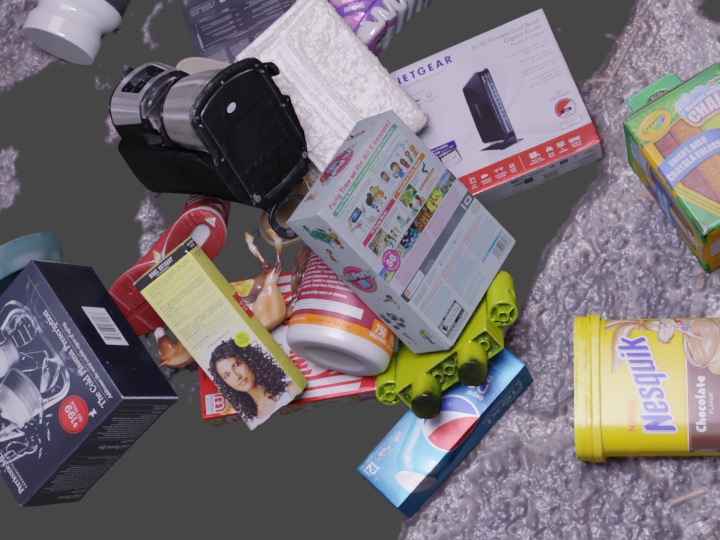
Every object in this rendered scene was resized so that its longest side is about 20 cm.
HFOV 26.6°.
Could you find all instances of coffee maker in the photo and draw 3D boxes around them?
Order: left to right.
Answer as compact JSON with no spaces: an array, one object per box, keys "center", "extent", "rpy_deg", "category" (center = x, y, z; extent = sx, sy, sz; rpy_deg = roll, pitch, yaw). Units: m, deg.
[{"center":[-0.161,-0.127,1.620],"extent":[0.200,0.134,0.193],"rpy_deg":[10,115,53],"category":"coffee maker"}]

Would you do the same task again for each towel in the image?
[{"center":[-0.034,-0.195,1.671],"extent":[0.132,0.034,0.200],"rpy_deg":[-42,88,4],"category":"towel"}]

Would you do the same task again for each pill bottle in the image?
[{"center":[-0.328,-0.360,1.853],"extent":[0.116,0.116,0.201],"rpy_deg":[17,78,18],"category":"pill bottle"},{"center":[0.000,0.000,1.604],"extent":[0.112,0.113,0.201],"rpy_deg":[11,72,17],"category":"pill bottle"}]

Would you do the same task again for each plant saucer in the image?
[{"center":[-0.408,0.035,1.699],"extent":[0.200,0.200,0.027],"rpy_deg":[-42,77,-2],"category":"plant saucer"}]

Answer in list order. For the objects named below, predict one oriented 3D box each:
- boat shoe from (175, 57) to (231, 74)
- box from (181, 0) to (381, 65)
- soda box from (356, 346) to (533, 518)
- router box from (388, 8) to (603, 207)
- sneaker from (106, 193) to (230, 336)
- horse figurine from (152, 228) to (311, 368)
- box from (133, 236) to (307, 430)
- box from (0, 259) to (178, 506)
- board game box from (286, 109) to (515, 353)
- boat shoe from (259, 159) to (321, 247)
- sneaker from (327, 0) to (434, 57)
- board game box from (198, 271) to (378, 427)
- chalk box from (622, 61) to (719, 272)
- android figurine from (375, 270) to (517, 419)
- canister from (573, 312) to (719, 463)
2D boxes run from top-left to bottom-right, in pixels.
[{"center":[-0.117,-0.185,1.738],"extent":[0.199,0.063,0.073],"rpy_deg":[17,42,2],"category":"boat shoe"},{"center":[-0.094,-0.273,1.799],"extent":[0.199,0.051,0.158],"rpy_deg":[-24,70,6],"category":"box"},{"center":[0.090,0.161,1.603],"extent":[0.064,0.068,0.200],"rpy_deg":[40,85,22],"category":"soda box"},{"center":[0.146,-0.172,1.708],"extent":[0.199,0.049,0.180],"rpy_deg":[-23,68,6],"category":"router box"},{"center":[-0.209,-0.012,1.741],"extent":[0.200,0.116,0.078],"rpy_deg":[-40,102,24],"category":"sneaker"},{"center":[-0.137,0.028,1.650],"extent":[0.199,0.050,0.133],"rpy_deg":[-11,96,1],"category":"horse figurine"},{"center":[-0.146,0.066,1.606],"extent":[0.075,0.050,0.200],"rpy_deg":[-39,94,12],"category":"box"},{"center":[-0.334,0.124,1.672],"extent":[0.182,0.104,0.200],"rpy_deg":[-46,66,19],"category":"box"},{"center":[0.044,-0.038,1.533],"extent":[0.064,0.200,0.148],"rpy_deg":[-12,38,54],"category":"board game box"},{"center":[-0.040,-0.109,1.723],"extent":[0.200,0.069,0.074],"rpy_deg":[-42,68,-2],"category":"boat shoe"},{"center":[0.034,-0.328,1.745],"extent":[0.088,0.081,0.200],"rpy_deg":[38,63,13],"category":"sneaker"},{"center":[-0.080,0.081,1.683],"extent":[0.199,0.046,0.152],"rpy_deg":[-11,70,10],"category":"board game box"},{"center":[0.357,-0.125,1.601],"extent":[0.124,0.124,0.200],"rpy_deg":[-32,68,1],"category":"chalk box"},{"center":[0.091,0.069,1.590],"extent":[0.182,0.041,0.200],"rpy_deg":[-37,23,23],"category":"android figurine"},{"center":[0.319,0.118,1.552],"extent":[0.199,0.087,0.149],"rpy_deg":[-2,72,12],"category":"canister"}]
